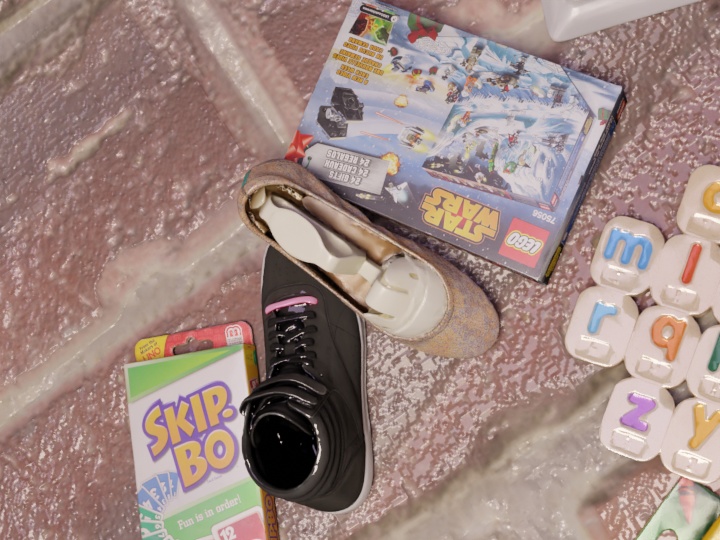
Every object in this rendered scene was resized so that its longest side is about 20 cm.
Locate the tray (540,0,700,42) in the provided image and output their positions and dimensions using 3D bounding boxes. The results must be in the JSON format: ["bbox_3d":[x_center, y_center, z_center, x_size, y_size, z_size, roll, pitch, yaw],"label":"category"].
[{"bbox_3d":[0.210,-0.229,0.801,0.200,0.022,0.107,-15,80,15],"label":"tray"}]

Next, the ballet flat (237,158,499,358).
[{"bbox_3d":[0.000,0.000,0.792,0.200,0.067,0.068,32,105,4],"label":"ballet flat"}]

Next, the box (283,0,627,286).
[{"bbox_3d":[0.060,-0.090,0.821,0.200,0.040,0.137,24,90,19],"label":"box"}]

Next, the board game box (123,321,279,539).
[{"bbox_3d":[-0.112,0.140,0.855,0.095,0.030,0.200,-11,78,16],"label":"board game box"}]

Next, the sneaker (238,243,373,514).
[{"bbox_3d":[-0.041,0.062,0.803,0.071,0.099,0.200,-13,78,17],"label":"sneaker"}]

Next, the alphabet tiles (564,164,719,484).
[{"bbox_3d":[0.236,0.038,0.757,0.200,0.015,0.196,18,84,19],"label":"alphabet tiles"}]

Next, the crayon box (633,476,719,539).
[{"bbox_3d":[0.238,0.230,0.718,0.200,0.051,0.127,36,95,19],"label":"crayon box"}]
